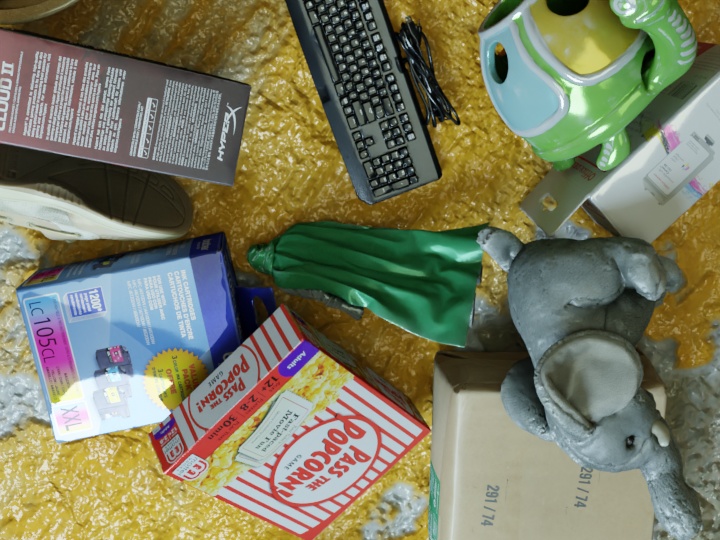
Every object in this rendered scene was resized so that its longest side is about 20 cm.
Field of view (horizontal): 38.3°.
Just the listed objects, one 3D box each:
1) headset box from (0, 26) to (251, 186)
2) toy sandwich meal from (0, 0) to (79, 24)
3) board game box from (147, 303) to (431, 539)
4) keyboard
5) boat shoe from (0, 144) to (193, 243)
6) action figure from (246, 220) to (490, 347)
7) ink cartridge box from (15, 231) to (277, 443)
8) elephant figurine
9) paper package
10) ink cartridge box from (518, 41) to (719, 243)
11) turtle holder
[{"bbox_3d":[-0.193,-0.122,0.752,0.197,0.149,0.078,8,98,-20],"label":"headset box"},{"bbox_3d":[-0.252,-0.265,0.733,0.202,0.070,0.208,-3,71,9],"label":"toy sandwich meal"},{"bbox_3d":[-0.052,0.133,0.854,0.151,0.046,0.200,-44,137,7],"label":"board game box"},{"bbox_3d":[0.014,-0.159,0.838,0.103,0.040,0.202,-21,106,2],"label":"keyboard"},{"bbox_3d":[-0.235,-0.059,0.834,0.197,0.073,0.065,12,144,-19],"label":"boat shoe"},{"bbox_3d":[0.000,0.000,0.856,0.197,0.119,0.055,10,145,12],"label":"action figure"},{"bbox_3d":[-0.165,0.051,0.860,0.197,0.076,0.138,-12,105,-3],"label":"ink cartridge box"},{"bbox_3d":[0.171,0.083,0.774,0.153,0.141,0.203,-1,70,32],"label":"elephant figurine"},{"bbox_3d":[0.156,0.176,0.903,0.188,0.104,0.203,0,105,-3],"label":"paper package"},{"bbox_3d":[0.229,-0.088,0.834,0.200,0.117,0.068,-43,104,8],"label":"ink cartridge box"},{"bbox_3d":[0.163,-0.157,0.774,0.132,0.186,0.141,42,99,-14],"label":"turtle holder"}]
